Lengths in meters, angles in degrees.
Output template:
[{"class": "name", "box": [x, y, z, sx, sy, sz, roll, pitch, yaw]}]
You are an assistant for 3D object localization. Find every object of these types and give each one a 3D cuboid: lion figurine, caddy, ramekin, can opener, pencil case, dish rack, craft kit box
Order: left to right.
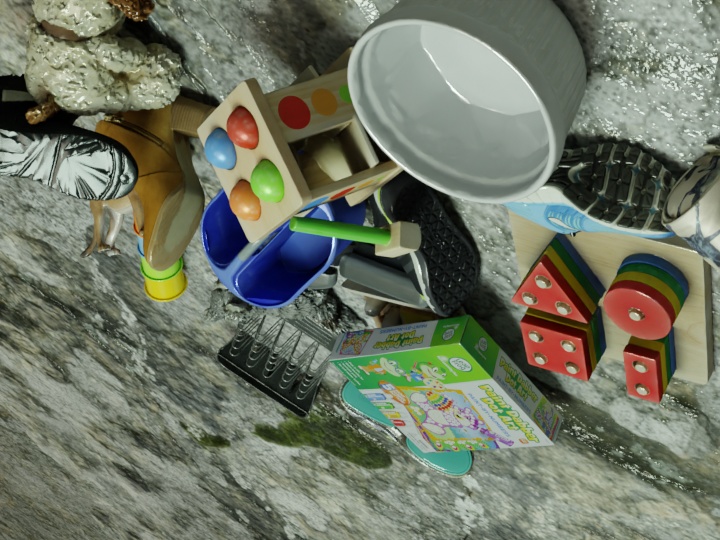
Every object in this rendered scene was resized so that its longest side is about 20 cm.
[{"class": "lion figurine", "box": [-0.280, -0.091, 1.553, 0.199, 0.072, 0.123, -16, 82, 35]}, {"class": "caddy", "box": [-0.089, -0.046, 1.407, 0.142, 0.105, 0.200, 49, 132, 2]}, {"class": "dish rack", "box": [-0.106, 0.102, 1.722, 0.153, 0.055, 0.200, 32, 148, 4]}, {"class": "can opener", "box": [0.000, 0.000, 1.481, 0.199, 0.053, 0.067, 17, 126, 26]}, {"class": "craft kit box", "box": [0.097, 0.135, 1.486, 0.197, 0.049, 0.200, -14, 133, 40]}, {"class": "ramekin", "box": [0.099, -0.165, 1.117, 0.199, 0.105, 0.201, 25, 148, 17]}, {"class": "pencil case", "box": [0.348, -0.017, 1.098, 0.200, 0.090, 0.078, 40, 161, -4]}]

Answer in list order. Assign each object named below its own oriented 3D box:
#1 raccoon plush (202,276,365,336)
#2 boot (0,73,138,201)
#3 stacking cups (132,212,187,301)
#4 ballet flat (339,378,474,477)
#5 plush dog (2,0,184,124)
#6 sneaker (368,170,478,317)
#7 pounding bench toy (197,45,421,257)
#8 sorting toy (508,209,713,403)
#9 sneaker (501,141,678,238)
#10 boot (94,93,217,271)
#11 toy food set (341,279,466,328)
[{"class": "raccoon plush", "box": [-0.090, 0.050, 1.557, 0.200, 0.134, 0.097, 39, 148, -5]}, {"class": "boot", "box": [-0.333, -0.150, 1.423, 0.197, 0.163, 0.074, 10, 116, -7]}, {"class": "stacking cups", "box": [-0.269, -0.044, 1.675, 0.060, 0.061, 0.201, 21, 145, 22]}, {"class": "ballet flat", "box": [0.062, 0.198, 1.694, 0.200, 0.072, 0.072, 33, 149, 4]}, {"class": "plush dog", "box": [-0.299, -0.255, 1.363, 0.199, 0.160, 0.173, 21, 123, 23]}, {"class": "sneaker", "box": [0.061, -0.040, 1.378, 0.083, 0.072, 0.201, 31, 153, 50]}, {"class": "pounding bench toy", "box": [-0.043, -0.085, 1.242, 0.124, 0.155, 0.201, -32, 83, 57]}, {"class": "sorting toy", "box": [0.240, 0.038, 1.288, 0.199, 0.070, 0.199, 16, 144, 29]}, {"class": "sneaker", "box": [0.208, -0.070, 1.194, 0.199, 0.079, 0.090, 19, 164, 31]}, {"class": "boot", "box": [-0.244, -0.106, 1.454, 0.143, 0.202, 0.071, 12, 171, 27]}, {"class": "toy food set", "box": [0.065, 0.096, 1.542, 0.143, 0.061, 0.201, 13, 143, 33]}]
